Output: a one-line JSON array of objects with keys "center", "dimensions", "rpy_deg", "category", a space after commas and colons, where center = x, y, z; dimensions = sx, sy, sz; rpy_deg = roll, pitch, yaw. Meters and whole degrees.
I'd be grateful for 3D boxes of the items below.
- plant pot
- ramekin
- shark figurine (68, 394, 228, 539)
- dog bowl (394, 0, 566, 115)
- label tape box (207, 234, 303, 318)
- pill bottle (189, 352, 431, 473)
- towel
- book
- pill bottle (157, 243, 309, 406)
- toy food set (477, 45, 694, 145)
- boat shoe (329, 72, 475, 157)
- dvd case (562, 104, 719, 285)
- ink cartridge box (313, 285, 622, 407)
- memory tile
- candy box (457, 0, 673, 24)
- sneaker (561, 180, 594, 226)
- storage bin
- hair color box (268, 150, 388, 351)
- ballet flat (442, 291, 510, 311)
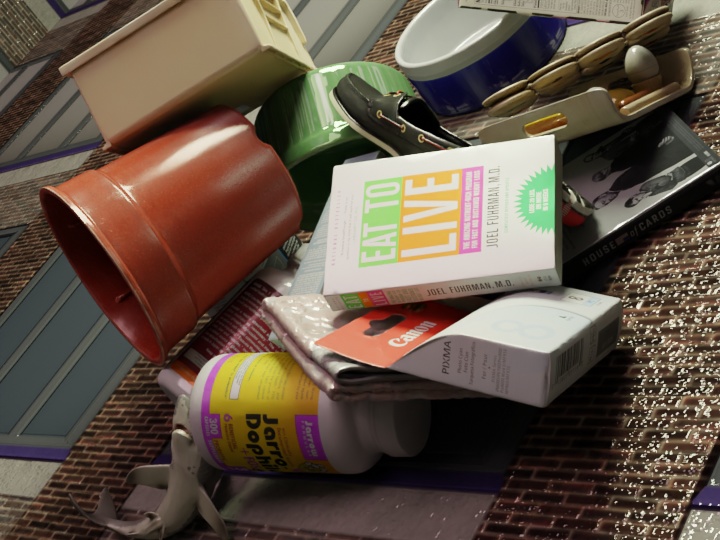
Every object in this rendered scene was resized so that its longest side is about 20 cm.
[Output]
[{"center": [-0.173, -0.047, 1.300], "dimensions": [0.195, 0.202, 0.200], "rpy_deg": [-36, 25, -19], "category": "plant pot"}, {"center": [-0.019, -0.133, 1.426], "dimensions": [0.199, 0.199, 0.099], "rpy_deg": [-27, 65, 22], "category": "ramekin"}, {"center": [-0.175, 0.211, 1.274], "dimensions": [0.214, 0.129, 0.089], "rpy_deg": [-41, -6, 36], "category": "shark figurine"}, {"center": [0.143, -0.279, 1.603], "dimensions": [0.199, 0.079, 0.201], "rpy_deg": [-30, 28, 17], "category": "dog bowl"}, {"center": [-0.152, -0.039, 1.465], "dimensions": [0.063, 0.201, 0.145], "rpy_deg": [-22, 31, 30], "category": "label tape box"}, {"center": [-0.042, 0.123, 1.164], "dimensions": [0.198, 0.105, 0.105], "rpy_deg": [-4, 41, 29], "category": "pill bottle"}, {"center": [0.035, 0.059, 1.131], "dimensions": [0.198, 0.033, 0.191], "rpy_deg": [1, 18, -21], "category": "towel"}, {"center": [0.071, -0.036, 1.131], "dimensions": [0.198, 0.048, 0.135], "rpy_deg": [-8, 54, 19], "category": "book"}, {"center": [-0.093, 0.073, 1.315], "dimensions": [0.200, 0.113, 0.113], "rpy_deg": [-46, 28, -14], "category": "pill bottle"}, {"center": [0.217, -0.166, 1.283], "dimensions": [0.142, 0.061, 0.199], "rpy_deg": [-15, 7, 40], "category": "toy food set"}, {"center": [0.043, -0.135, 1.259], "dimensions": [0.201, 0.073, 0.064], "rpy_deg": [45, 118, 40], "category": "boat shoe"}, {"center": [0.222, -0.067, 1.227], "dimensions": [0.199, 0.025, 0.151], "rpy_deg": [-33, 28, 8], "category": "dvd case"}, {"center": [0.087, 0.041, 1.055], "dimensions": [0.198, 0.048, 0.160], "rpy_deg": [14, 20, 27], "category": "ink cartridge box"}, {"center": [0.216, -0.201, 1.327], "dimensions": [0.198, 0.017, 0.153], "rpy_deg": [-27, -3, 11], "category": "memory tile"}, {"center": [0.217, -0.294, 1.405], "dimensions": [0.198, 0.062, 0.136], "rpy_deg": [12, 15, 24], "category": "candy box"}, {"center": [0.137, -0.054, 1.224], "dimensions": [0.086, 0.077, 0.200], "rpy_deg": [-61, 28, -5], "category": "sneaker"}, {"center": [-0.163, -0.202, 1.361], "dimensions": [0.199, 0.094, 0.198], "rpy_deg": [-30, -7, 12], "category": "storage bin"}, {"center": [0.000, 0.000, 1.273], "dimensions": [0.060, 0.099, 0.202], "rpy_deg": [-8, 53, 53], "category": "hair color box"}, {"center": [0.084, -0.008, 1.190], "dimensions": [0.199, 0.068, 0.076], "rpy_deg": [22, 85, 41], "category": "ballet flat"}]
